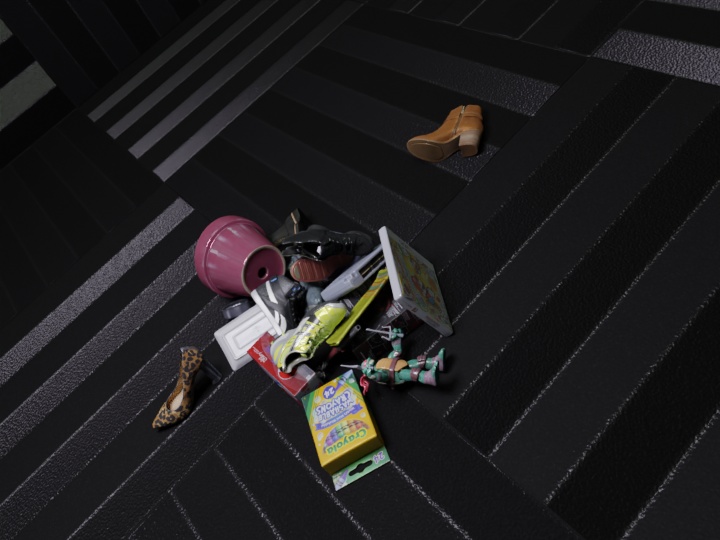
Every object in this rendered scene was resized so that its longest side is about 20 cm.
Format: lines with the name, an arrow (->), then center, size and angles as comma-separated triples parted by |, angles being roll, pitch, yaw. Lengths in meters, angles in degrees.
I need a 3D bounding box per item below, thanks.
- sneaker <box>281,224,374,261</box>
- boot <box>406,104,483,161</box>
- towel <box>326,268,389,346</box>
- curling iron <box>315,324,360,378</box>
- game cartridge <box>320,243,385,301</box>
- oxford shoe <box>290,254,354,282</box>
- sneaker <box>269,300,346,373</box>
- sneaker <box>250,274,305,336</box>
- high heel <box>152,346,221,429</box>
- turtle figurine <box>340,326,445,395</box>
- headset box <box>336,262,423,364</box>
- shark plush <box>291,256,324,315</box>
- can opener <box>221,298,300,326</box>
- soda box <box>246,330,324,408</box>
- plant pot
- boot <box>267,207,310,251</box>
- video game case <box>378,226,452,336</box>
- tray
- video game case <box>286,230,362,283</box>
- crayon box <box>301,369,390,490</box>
sneaker -> -0.072, -0.053, 1.444 | 0.195, 0.061, 0.105 | 12, 31, 8
boot -> 0.227, -0.373, 1.690 | 0.196, 0.077, 0.158 | -2, 54, 23
towel -> 0.000, 0.074, 1.339 | 0.201, 0.018, 0.086 | -52, 5, -16
curling iron -> -0.045, 0.170, 1.343 | 0.200, 0.025, 0.050 | -50, 23, 43
game cartridge -> 0.000, 0.000, 1.457 | 0.132, 0.041, 0.200 | -25, 12, 49
oxford shoe -> -0.099, -0.021, 1.523 | 0.073, 0.072, 0.198 | 1, 17, 45
sneaker -> -0.102, 0.143, 1.350 | 0.199, 0.075, 0.077 | -41, 44, 13
sneaker -> -0.155, 0.094, 1.461 | 0.111, 0.073, 0.201 | -39, 76, -1
high heel -> -0.428, 0.265, 1.463 | 0.200, 0.143, 0.071 | -43, 46, -11
turtle figurine -> 0.068, 0.187, 1.292 | 0.195, 0.102, 0.151 | 2, 37, 19
headset box -> 0.041, 0.090, 1.406 | 0.199, 0.075, 0.149 | -38, 46, -4
shark plush -> -0.115, 0.029, 1.530 | 0.089, 0.084, 0.202 | -23, 49, 8
can opener -> -0.239, 0.105, 1.557 | 0.196, 0.080, 0.064 | -13, 39, 5
soda box -> -0.167, 0.219, 1.418 | 0.070, 0.064, 0.199 | -45, 46, -14
plant pot -> -0.282, -0.020, 1.571 | 0.177, 0.201, 0.201 | 20, 63, 46
boot -> -0.188, -0.066, 1.648 | 0.138, 0.078, 0.201 | -38, 23, 10
video game case -> 0.116, 0.022, 1.351 | 0.023, 0.181, 0.203 | -35, 42, 24
tray -> -0.245, 0.140, 1.517 | 0.198, 0.022, 0.109 | -33, 80, -1
video game case -> -0.081, -0.037, 1.618 | 0.197, 0.019, 0.144 | 13, 61, 34
crayon box -> -0.033, 0.313, 1.276 | 0.124, 0.052, 0.202 | -29, 46, 3
